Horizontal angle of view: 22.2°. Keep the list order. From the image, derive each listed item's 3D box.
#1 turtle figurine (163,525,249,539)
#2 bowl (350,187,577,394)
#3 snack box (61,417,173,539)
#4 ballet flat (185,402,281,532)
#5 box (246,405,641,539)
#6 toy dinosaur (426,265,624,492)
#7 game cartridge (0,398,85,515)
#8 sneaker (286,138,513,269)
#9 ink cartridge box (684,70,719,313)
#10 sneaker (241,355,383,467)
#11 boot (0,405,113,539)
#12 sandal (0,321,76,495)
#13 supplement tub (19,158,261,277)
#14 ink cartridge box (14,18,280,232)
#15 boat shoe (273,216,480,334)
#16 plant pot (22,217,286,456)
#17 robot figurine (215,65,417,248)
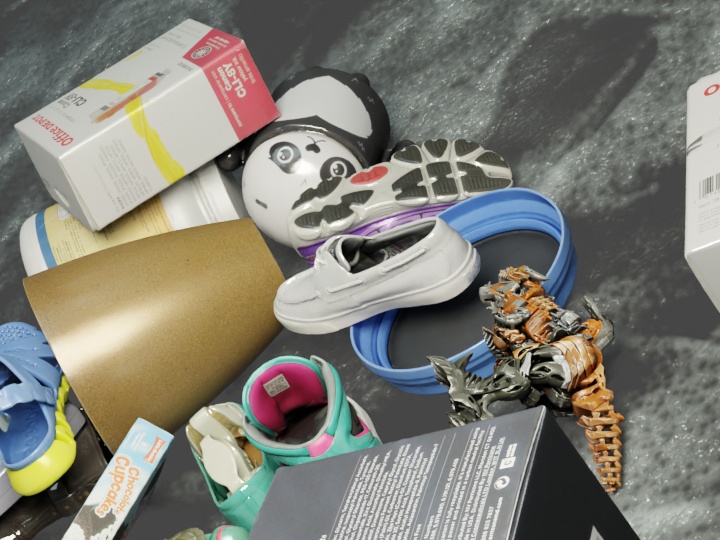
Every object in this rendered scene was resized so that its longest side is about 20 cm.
[{"bbox_3d":[-0.125,0.238,1.347,0.200,0.101,0.150,-34,21,26],"label":"turtle figurine"},{"bbox_3d":[0.085,0.018,1.473,0.200,0.039,0.201,-27,32,19],"label":"bowl"},{"bbox_3d":[-0.218,0.225,1.461,0.200,0.037,0.116,-60,-2,-33],"label":"snack box"},{"bbox_3d":[-0.103,0.144,1.473,0.067,0.070,0.200,-40,29,-1],"label":"ballet flat"},{"bbox_3d":[0.062,0.204,1.078,0.196,0.200,0.124,-17,34,32],"label":"box"},{"bbox_3d":[0.126,0.074,1.300,0.135,0.102,0.200,-25,26,-6],"label":"toy dinosaur"},{"bbox_3d":[-0.340,0.171,1.605,0.200,0.041,0.133,-43,40,-14],"label":"game cartridge"},{"bbox_3d":[0.037,-0.052,1.595,0.199,0.084,0.081,-16,43,8],"label":"sneaker"},{"bbox_3d":[0.311,-0.072,1.301,0.146,0.084,0.200,-21,33,27],"label":"ink cartridge box"},{"bbox_3d":[-0.047,0.110,1.407,0.084,0.121,0.200,-41,29,-5],"label":"sneaker"},{"bbox_3d":[-0.299,0.183,1.643,0.174,0.069,0.200,-41,40,-2],"label":"boot"},{"bbox_3d":[-0.291,0.098,1.553,0.079,0.087,0.200,-34,34,2],"label":"sandal"},{"bbox_3d":[-0.203,-0.022,1.726,0.199,0.145,0.145,-25,31,4],"label":"supplement tub"},{"bbox_3d":[-0.195,-0.135,1.663,0.200,0.084,0.145,-34,28,-14],"label":"ink cartridge box"},{"bbox_3d":[0.000,0.000,1.481,0.200,0.069,0.072,-9,41,41],"label":"boat shoe"},{"bbox_3d":[-0.162,0.040,1.594,0.200,0.187,0.186,-30,29,-4],"label":"plant pot"},{"bbox_3d":[-0.039,-0.109,1.692,0.150,0.125,0.200,-23,30,28],"label":"robot figurine"}]
